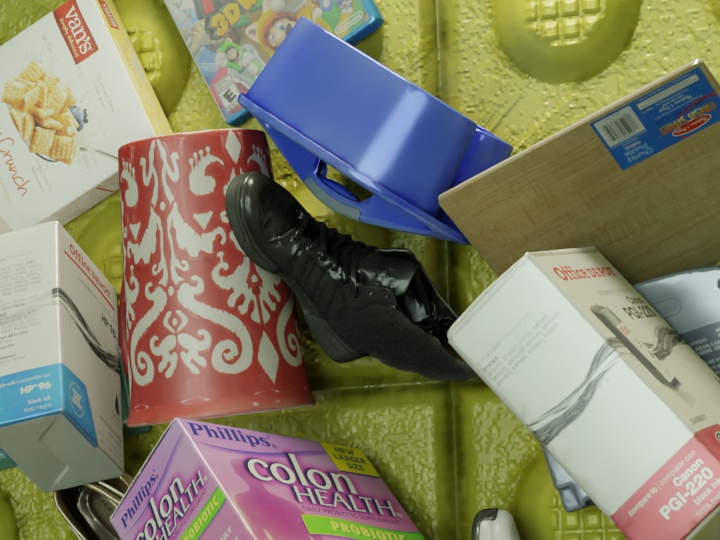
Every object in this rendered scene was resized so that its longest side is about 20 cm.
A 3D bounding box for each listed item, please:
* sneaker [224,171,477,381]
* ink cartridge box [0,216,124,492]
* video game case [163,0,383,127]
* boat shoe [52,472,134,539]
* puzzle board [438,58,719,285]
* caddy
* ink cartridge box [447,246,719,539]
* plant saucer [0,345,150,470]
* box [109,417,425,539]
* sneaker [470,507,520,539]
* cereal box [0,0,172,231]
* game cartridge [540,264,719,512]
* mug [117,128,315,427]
[{"bbox_3d":[-0.001,0.002,1.660,0.104,0.060,0.200,-13,123,37],"label":"sneaker"},{"bbox_3d":[-0.227,0.046,1.755,0.068,0.116,0.200,-14,58,12],"label":"ink cartridge box"},{"bbox_3d":[-0.084,-0.228,1.793,0.143,0.018,0.200,-34,72,19],"label":"video game case"},{"bbox_3d":[-0.150,0.220,1.751,0.200,0.065,0.071,38,101,24],"label":"boat shoe"},{"bbox_3d":[0.175,-0.045,1.598,0.200,0.151,0.017,-28,33,20],"label":"puzzle board"},{"bbox_3d":[0.006,-0.088,1.667,0.200,0.141,0.105,34,95,29],"label":"caddy"},{"bbox_3d":[0.167,0.082,1.527,0.200,0.146,0.085,46,108,15],"label":"ink cartridge box"},{"bbox_3d":[-0.254,0.111,1.838,0.200,0.019,0.070,-16,78,24],"label":"plant saucer"},{"bbox_3d":[-0.039,0.206,1.603,0.097,0.176,0.200,-57,45,20],"label":"box"},{"bbox_3d":[0.146,0.248,1.619,0.115,0.076,0.201,-16,74,6],"label":"sneaker"},{"bbox_3d":[-0.251,-0.106,1.846,0.200,0.040,0.144,-32,72,19],"label":"cereal box"},{"bbox_3d":[0.209,0.071,1.607,0.200,0.041,0.133,-20,87,22],"label":"game cartridge"},{"bbox_3d":[-0.128,0.008,1.716,0.177,0.133,0.200,-8,87,28],"label":"mug"}]
